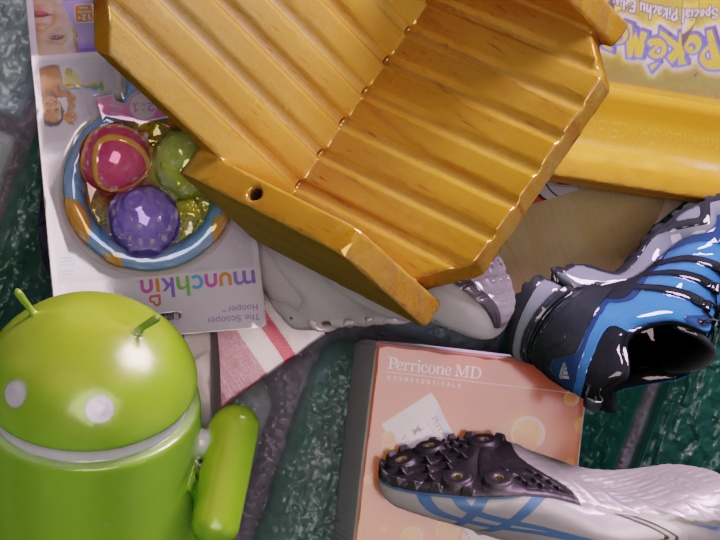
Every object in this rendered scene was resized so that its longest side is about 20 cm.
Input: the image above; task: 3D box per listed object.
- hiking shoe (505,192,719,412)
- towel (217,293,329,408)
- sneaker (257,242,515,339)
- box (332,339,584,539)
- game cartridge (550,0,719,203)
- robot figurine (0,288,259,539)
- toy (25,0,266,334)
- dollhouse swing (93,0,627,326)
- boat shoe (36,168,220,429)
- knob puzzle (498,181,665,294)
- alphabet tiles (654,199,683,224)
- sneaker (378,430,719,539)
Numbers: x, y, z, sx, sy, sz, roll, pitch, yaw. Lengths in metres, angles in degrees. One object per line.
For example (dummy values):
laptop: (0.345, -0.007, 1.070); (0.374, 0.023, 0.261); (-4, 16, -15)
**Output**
hiking shoe: (0.177, 0.024, 1.376); (0.200, 0.074, 0.087); (-25, 52, -27)
towel: (-0.043, -0.033, 1.442); (0.200, 0.023, 0.144); (-35, 92, -6)
sneaker: (0.000, 0.000, 1.374); (0.200, 0.075, 0.087); (25, 106, 33)
box: (0.052, 0.145, 1.409); (0.124, 0.097, 0.200); (6, 88, -7)
game cartridge: (0.167, -0.143, 1.418); (0.176, 0.032, 0.200); (7, 83, -21)
robot figurine: (-0.143, 0.098, 1.309); (0.175, 0.116, 0.200); (8, 125, 8)
toy: (-0.118, -0.065, 1.343); (0.115, 0.047, 0.200); (-5, 79, -6)
dollhouse swing: (-0.002, -0.120, 1.270); (0.182, 0.176, 0.200); (27, 76, 36)
boat shoe: (-0.131, 0.017, 1.390); (0.093, 0.075, 0.200); (-5, 80, 0)
knob puzzle: (0.094, -0.069, 1.437); (0.220, 0.030, 0.220); (0, 91, -11)
alphabet tiles: (0.143, -0.129, 1.465); (0.196, 0.015, 0.200); (-40, 93, -3)
sneaker: (0.106, 0.135, 1.336); (0.200, 0.072, 0.073); (9, 114, -1)
